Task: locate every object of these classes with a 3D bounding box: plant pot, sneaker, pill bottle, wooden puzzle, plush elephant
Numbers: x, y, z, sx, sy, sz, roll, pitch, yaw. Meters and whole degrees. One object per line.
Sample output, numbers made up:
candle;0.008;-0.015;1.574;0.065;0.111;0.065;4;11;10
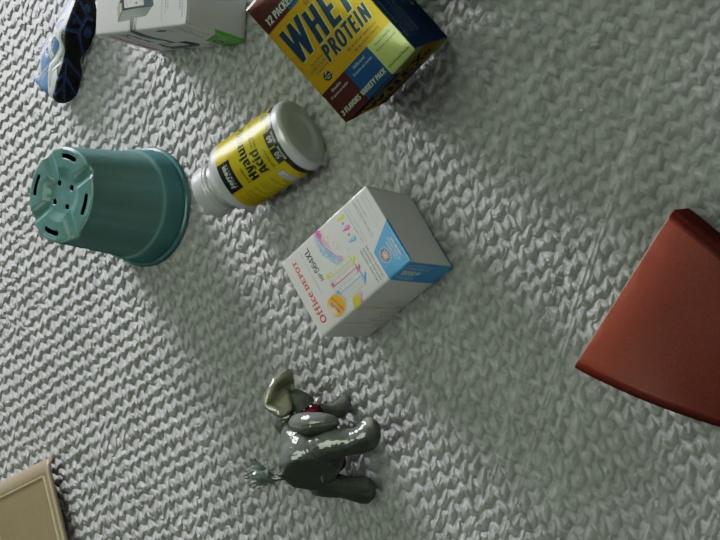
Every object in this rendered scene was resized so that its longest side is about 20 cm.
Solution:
plant pot;0.381;0.064;1.171;0.175;0.199;0.202;35;106;17
sneaker;-0.528;-0.404;1.841;0.076;0.075;0.203;26;100;26
pill bottle;-0.159;-0.161;1.570;0.198;0.111;0.113;-29;72;29
wooden puzzle;-0.588;0.459;1.854;0.183;0.037;0.203;-27;69;29
plush elephant;-0.068;0.231;1.481;0.196;0.166;0.156;-5;42;1
plant pot;-0.412;-0.113;1.681;0.197;0.195;0.204;-2;86;31

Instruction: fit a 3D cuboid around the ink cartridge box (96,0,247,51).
ink cartridge box;-0.301;-0.408;1.654;0.197;0.145;0.086;3;90;33

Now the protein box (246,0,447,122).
protein box;-0.012;-0.331;1.396;0.135;0.200;0.199;-42;91;24

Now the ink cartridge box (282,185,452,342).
ink cartridge box;0.000;0.000;1.449;0.200;0.125;0.130;-41;68;24
